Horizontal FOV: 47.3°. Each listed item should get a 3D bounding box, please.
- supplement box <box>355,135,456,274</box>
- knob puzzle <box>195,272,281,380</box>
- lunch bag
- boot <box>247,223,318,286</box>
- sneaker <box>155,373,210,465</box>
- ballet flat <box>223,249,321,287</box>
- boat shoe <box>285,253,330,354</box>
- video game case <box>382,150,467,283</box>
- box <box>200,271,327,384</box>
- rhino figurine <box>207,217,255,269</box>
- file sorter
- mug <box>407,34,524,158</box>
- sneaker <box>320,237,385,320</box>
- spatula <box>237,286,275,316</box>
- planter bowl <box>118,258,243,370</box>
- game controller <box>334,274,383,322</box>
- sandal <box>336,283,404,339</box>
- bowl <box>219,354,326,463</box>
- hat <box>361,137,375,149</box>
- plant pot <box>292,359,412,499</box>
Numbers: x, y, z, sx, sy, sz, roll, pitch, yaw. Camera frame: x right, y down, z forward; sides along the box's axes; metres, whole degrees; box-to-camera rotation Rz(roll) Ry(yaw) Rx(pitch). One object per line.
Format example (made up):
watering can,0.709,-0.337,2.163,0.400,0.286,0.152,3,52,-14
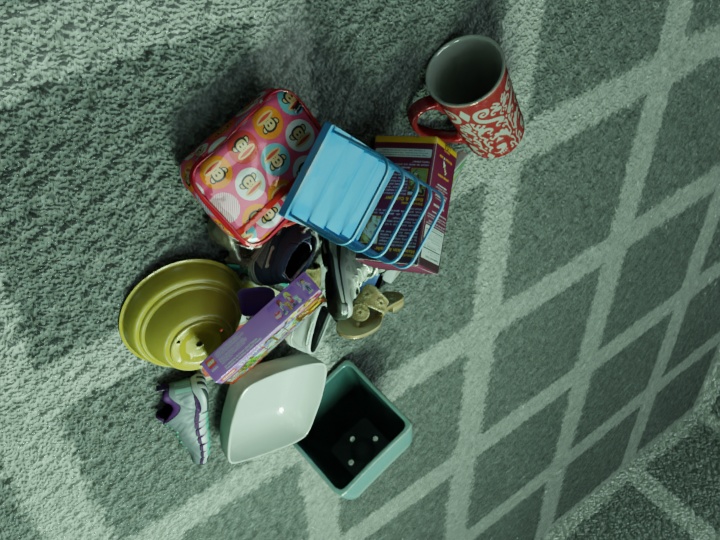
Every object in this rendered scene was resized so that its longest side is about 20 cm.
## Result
supplement box,0.072,-0.101,1.280,0.086,0.110,0.202,19,79,-59
knob puzzle,-0.202,0.113,1.381,0.219,0.030,0.221,-31,144,-25
lunch bag,-0.131,-0.134,1.147,0.200,0.082,0.176,-45,117,-12
boot,-0.087,-0.057,1.258,0.073,0.090,0.201,45,62,-33
sneaker,-0.303,0.256,1.398,0.087,0.075,0.201,-5,126,-15
ballet flat,-0.137,-0.013,1.327,0.199,0.070,0.066,23,80,-50
boat shoe,-0.064,0.050,1.430,0.201,0.068,0.072,-62,151,-2
video game case,0.115,-0.095,1.454,0.200,0.022,0.183,-49,166,-40
box,-0.139,0.090,1.229,0.200,0.039,0.137,-42,172,-4
rhino figurine,-0.147,-0.106,1.218,0.087,0.060,0.200,38,91,-18
file sorter,0.012,-0.093,1.147,0.139,0.122,0.200,-61,151,6
mug,0.184,-0.284,1.399,0.200,0.176,0.134,40,54,-58
sneaker,0.000,0.000,1.337,0.114,0.201,0.076,2,132,-10
spatula,-0.161,0.078,1.312,0.056,0.021,0.200,-8,154,-8
planter bowl,-0.253,0.088,1.237,0.199,0.084,0.201,-18,132,-21
game controller,0.011,0.008,1.512,0.104,0.042,0.201,-4,125,-45
sandal,0.018,0.054,1.486,0.211,0.077,0.070,-29,125,-58
bowl,-0.169,0.239,1.499,0.199,0.075,0.201,-12,131,-41
hat,-0.003,-0.118,1.338,0.200,0.080,0.202,-12,104,-59
plant pot,-0.013,0.340,1.668,0.196,0.196,0.200,-43,153,-9
